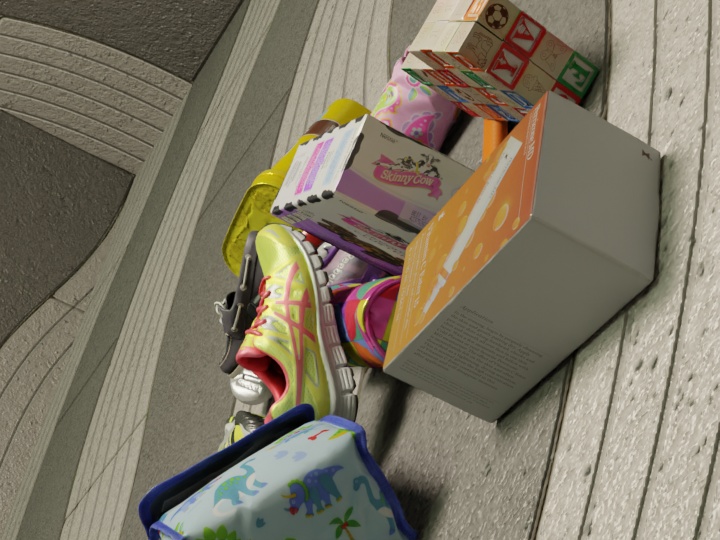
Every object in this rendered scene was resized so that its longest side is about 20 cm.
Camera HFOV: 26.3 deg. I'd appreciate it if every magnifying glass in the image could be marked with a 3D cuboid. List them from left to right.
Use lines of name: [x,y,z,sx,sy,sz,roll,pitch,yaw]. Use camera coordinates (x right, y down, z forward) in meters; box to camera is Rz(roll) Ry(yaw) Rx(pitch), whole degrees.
magnifying glass: [0.128,-0.156,1.430,0.080,0.022,0.201,-53,17,36]

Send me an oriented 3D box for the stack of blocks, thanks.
stack of blocks: [0.104,-0.181,1.318,0.059,0.115,0.200,-59,20,-3]

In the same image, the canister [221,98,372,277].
canister: [-0.060,-0.088,1.714,0.200,0.086,0.149,-52,-6,-46]

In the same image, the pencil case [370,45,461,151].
pencil case: [0.033,-0.125,1.565,0.201,0.087,0.088,-61,15,24]

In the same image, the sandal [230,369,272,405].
sandal: [-0.110,0.072,1.796,0.050,0.082,0.204,64,-147,-50]

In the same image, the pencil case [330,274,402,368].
pencil case: [0.015,0.047,1.360,0.089,0.088,0.200,-66,17,-10]

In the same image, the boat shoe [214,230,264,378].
boat shoe: [-0.122,0.034,1.648,0.073,0.062,0.200,-70,6,-50]

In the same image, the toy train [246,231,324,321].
toy train: [-0.050,-0.026,1.537,0.200,0.034,0.046,-53,-17,15]

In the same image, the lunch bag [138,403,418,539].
lunch bag: [-0.075,0.194,1.212,0.169,0.128,0.200,-29,7,-16]

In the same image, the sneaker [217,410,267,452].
sneaker: [-0.105,0.189,1.571,0.200,0.075,0.077,131,155,-75]

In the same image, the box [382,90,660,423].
box: [0.111,-0.005,1.075,0.200,0.097,0.125,-49,21,44]

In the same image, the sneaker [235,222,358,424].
sneaker: [-0.068,0.050,1.331,0.078,0.090,0.201,109,147,-60]

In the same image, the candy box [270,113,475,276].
candy box: [0.033,-0.050,1.281,0.072,0.167,0.200,-66,15,-10]

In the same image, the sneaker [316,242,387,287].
sneaker: [0.000,0.000,1.500,0.200,0.088,0.081,-46,-28,-15]
